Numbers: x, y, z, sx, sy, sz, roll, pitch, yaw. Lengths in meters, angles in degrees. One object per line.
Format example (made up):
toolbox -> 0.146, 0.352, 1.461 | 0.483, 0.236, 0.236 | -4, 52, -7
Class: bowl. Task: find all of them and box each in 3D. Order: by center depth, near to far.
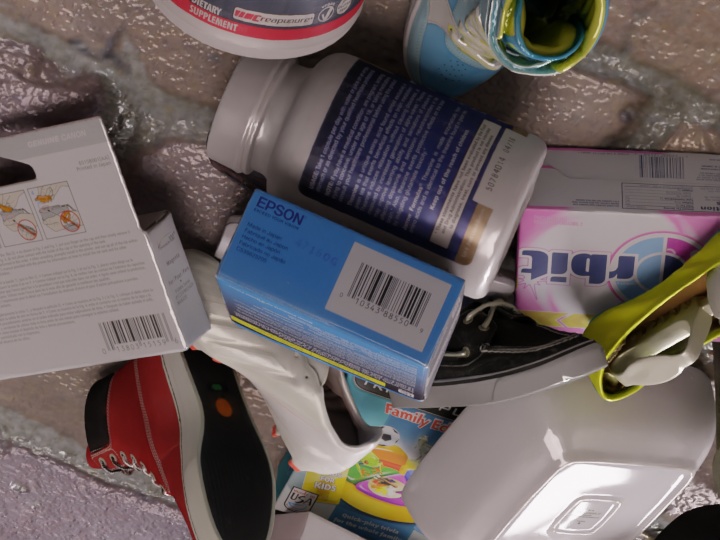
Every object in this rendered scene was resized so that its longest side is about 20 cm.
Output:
bowl -> 0.153, 0.149, 1.657 | 0.199, 0.075, 0.200 | 8, 136, -35

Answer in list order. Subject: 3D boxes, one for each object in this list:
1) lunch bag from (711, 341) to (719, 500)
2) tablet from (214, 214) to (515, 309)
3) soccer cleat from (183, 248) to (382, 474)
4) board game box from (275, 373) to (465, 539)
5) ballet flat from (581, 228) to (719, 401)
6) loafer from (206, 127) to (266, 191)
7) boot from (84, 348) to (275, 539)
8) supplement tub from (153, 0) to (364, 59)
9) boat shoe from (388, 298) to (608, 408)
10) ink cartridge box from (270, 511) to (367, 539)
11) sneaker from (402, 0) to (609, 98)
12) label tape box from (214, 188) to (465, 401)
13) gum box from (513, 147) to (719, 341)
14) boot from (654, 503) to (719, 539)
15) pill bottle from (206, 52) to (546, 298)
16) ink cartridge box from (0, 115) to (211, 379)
lunch bag -> 0.332, 0.110, 1.559 | 0.163, 0.201, 0.118 | -27, 126, 29
tablet -> 0.000, 0.000, 1.575 | 0.198, 0.014, 0.130 | 13, 168, -6
soccer cleat -> -0.060, 0.059, 1.625 | 0.077, 0.069, 0.200 | -25, 109, 38
board game box -> 0.038, 0.126, 1.714 | 0.150, 0.047, 0.201 | 18, 133, -11
ballet flat -> 0.226, 0.025, 1.489 | 0.200, 0.067, 0.067 | -35, 120, 30
loafer -> -0.011, -0.059, 1.541 | 0.199, 0.072, 0.063 | 24, 156, -9
boot -> -0.139, 0.148, 1.662 | 0.072, 0.201, 0.144 | 11, 141, -42
supplement tub -> -0.046, -0.236, 1.313 | 0.139, 0.141, 0.201 | 13, 134, -6
boat shoe -> 0.082, 0.054, 1.538 | 0.199, 0.070, 0.064 | -10, 95, 49
ink cartridge box -> -0.010, 0.296, 1.779 | 0.199, 0.147, 0.147 | 28, 162, -20
sneaker -> 0.084, -0.148, 1.390 | 0.079, 0.131, 0.200 | 24, 133, -17
label tape box -> -0.011, 0.022, 1.463 | 0.142, 0.067, 0.200 | 23, 172, 5
gum box -> 0.205, -0.017, 1.544 | 0.198, 0.066, 0.114 | 3, 133, 4
boot -> 0.242, 0.282, 1.769 | 0.199, 0.069, 0.175 | -20, 130, -22
pill bottle -> 0.009, -0.070, 1.447 | 0.199, 0.111, 0.111 | 24, 134, 5
ink cartridge box -> -0.221, -0.016, 1.592 | 0.199, 0.044, 0.175 | -9, 108, 29
